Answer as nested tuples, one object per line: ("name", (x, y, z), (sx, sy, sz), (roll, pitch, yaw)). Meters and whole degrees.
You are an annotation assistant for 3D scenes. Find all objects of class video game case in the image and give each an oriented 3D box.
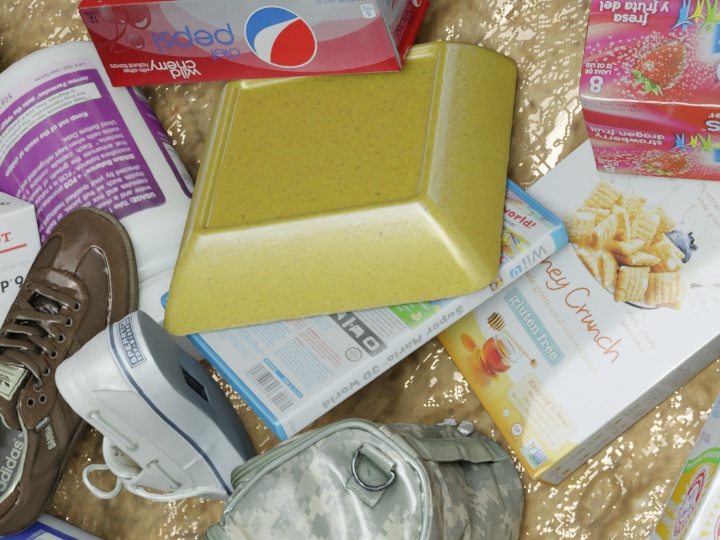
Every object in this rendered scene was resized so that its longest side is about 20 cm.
("video game case", (0.000, 0.000, 1.239), (0.199, 0.018, 0.143), (-35, 43, -12))

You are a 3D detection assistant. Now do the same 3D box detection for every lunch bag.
("lunch bag", (0.002, 0.158, 1.185), (0.139, 0.200, 0.168), (42, 99, 19))

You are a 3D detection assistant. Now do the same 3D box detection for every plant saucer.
("plant saucer", (-0.015, -0.061, 1.258), (0.198, 0.049, 0.201), (-8, 43, 16))

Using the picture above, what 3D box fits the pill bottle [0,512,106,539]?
("pill bottle", (-0.237, 0.194, 1.333), (0.199, 0.120, 0.120), (20, 87, 28))

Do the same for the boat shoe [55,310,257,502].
("boat shoe", (-0.121, 0.098, 1.249), (0.086, 0.202, 0.075), (-27, 60, 6))

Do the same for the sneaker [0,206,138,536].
("sneaker", (-0.185, 0.060, 1.249), (0.070, 0.075, 0.201), (18, 91, 16))

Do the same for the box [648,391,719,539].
("box", (0.240, 0.081, 1.118), (0.101, 0.112, 0.201), (26, 91, 1))

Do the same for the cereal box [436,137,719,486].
("cereal box", (0.142, 0.006, 1.238), (0.200, 0.039, 0.144), (-41, 64, 12))

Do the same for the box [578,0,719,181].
("box", (0.223, -0.106, 1.163), (0.198, 0.100, 0.096), (5, 70, 14))

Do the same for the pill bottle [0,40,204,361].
("pill bottle", (-0.156, -0.035, 1.349), (0.112, 0.112, 0.201), (-37, 65, 14))

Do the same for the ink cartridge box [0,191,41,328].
("ink cartridge box", (-0.252, 0.024, 1.314), (0.068, 0.115, 0.202), (18, 120, 55))

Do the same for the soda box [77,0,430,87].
("soda box", (-0.064, -0.158, 1.300), (0.199, 0.064, 0.070), (-1, 43, 25))
